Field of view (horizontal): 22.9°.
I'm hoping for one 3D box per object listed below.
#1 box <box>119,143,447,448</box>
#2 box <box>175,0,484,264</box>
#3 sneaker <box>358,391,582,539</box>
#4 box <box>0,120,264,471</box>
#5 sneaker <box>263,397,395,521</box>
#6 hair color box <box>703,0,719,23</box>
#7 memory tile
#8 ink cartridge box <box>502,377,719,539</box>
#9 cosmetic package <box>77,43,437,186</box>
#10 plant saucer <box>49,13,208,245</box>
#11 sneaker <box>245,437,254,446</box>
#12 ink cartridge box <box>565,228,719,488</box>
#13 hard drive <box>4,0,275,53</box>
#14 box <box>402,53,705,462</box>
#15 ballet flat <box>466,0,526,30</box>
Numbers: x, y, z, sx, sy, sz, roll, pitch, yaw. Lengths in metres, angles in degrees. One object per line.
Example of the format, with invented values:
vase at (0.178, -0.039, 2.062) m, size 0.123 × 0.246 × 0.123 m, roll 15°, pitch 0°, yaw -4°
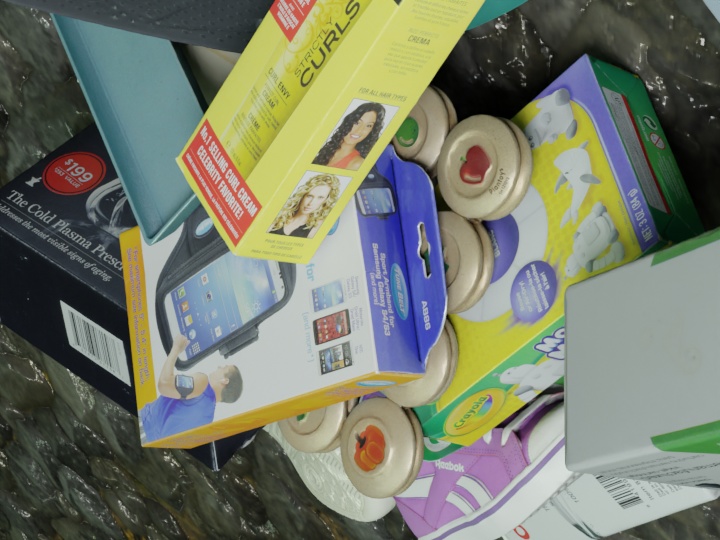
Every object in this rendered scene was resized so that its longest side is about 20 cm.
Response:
box at (-0.042, 0.012, 0.895) m, size 0.199 × 0.041 × 0.120 m, roll -22°, pitch 71°, yaw 42°
box at (-0.007, -0.101, 0.811) m, size 0.200 × 0.050 × 0.075 m, roll -54°, pitch 50°, yaw 28°
sneaker at (0.056, 0.083, 0.945) m, size 0.115 × 0.073 × 0.200 m, roll 55°, pitch 145°, yaw 4°
box at (-0.101, -0.010, 1.096) m, size 0.199 × 0.182 × 0.104 m, roll 29°, pitch 143°, yaw 29°
sneaker at (-0.010, 0.076, 1.141) m, size 0.200 × 0.111 × 0.077 m, roll 35°, pitch 144°, yaw 48°
hair color box at (0.176, -0.134, 0.676) m, size 0.200 × 0.099 × 0.061 m, roll 52°, pitch 149°, yaw -7°
memory tile at (0.000, 0.000, 0.894) m, size 0.153 × 0.017 × 0.201 m, roll 31°, pitch 107°, yaw 40°
ink cartridge box at (0.118, 0.070, 1.000) m, size 0.147 × 0.083 × 0.200 m, roll 50°, pitch 149°, yaw -3°
cosmetic package at (-0.050, -0.086, 1.007) m, size 0.200 × 0.105 × 0.071 m, roll 34°, pitch 106°, yaw 22°
plant saucer at (-0.122, -0.111, 0.949) m, size 0.070 × 0.019 × 0.201 m, roll -44°, pitch 59°, yaw 30°
sneaker at (-0.116, 0.037, 1.299) m, size 0.091 × 0.078 × 0.200 m, roll -23°, pitch 110°, yaw 42°
ink cartridge box at (0.205, 0.045, 0.738) m, size 0.199 × 0.084 × 0.146 m, roll 9°, pitch 163°, yaw -25°
hard drive at (-0.112, -0.166, 0.862) m, size 0.199 × 0.043 × 0.135 m, roll 12°, pitch 155°, yaw -1°
box at (0.072, 0.000, 0.881) m, size 0.200 × 0.048 × 0.118 m, roll -43°, pitch 48°, yaw 34°
ballet flat at (0.079, -0.167, 0.817) m, size 0.200 × 0.070 × 0.066 m, roll -21°, pitch 80°, yaw 56°
